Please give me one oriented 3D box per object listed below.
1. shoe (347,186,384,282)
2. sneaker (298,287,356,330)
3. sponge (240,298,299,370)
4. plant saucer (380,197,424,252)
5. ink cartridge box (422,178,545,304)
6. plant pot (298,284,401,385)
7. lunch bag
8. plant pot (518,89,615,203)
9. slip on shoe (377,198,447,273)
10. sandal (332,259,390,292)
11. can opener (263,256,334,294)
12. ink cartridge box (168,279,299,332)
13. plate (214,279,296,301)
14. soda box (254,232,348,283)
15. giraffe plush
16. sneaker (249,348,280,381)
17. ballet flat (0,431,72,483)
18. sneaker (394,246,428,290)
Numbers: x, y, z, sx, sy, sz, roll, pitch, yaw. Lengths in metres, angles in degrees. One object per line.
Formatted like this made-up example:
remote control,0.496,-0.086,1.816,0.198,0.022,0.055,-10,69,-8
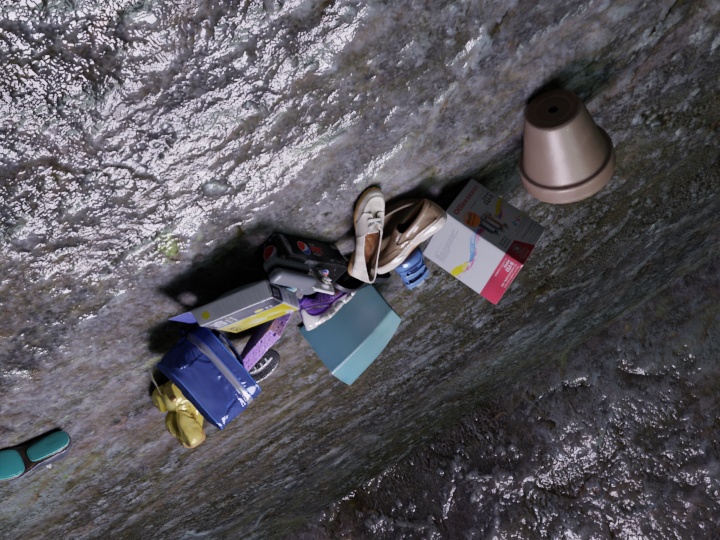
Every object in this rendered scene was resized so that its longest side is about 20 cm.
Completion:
shoe,0.021,-0.068,1.672,0.069,0.053,0.202,-13,126,-35
sneaker,-0.072,0.048,1.782,0.080,0.084,0.200,-27,-171,29
sponge,-0.202,0.139,1.778,0.200,0.030,0.112,-46,-166,45
plant saucer,0.071,-0.087,1.793,0.198,0.030,0.201,-27,154,-14
ink cartridge box,0.263,-0.064,1.814,0.146,0.199,0.145,-49,170,-40
plant pot,-0.011,0.141,1.988,0.200,0.142,0.141,-41,155,1
lunch bag,-0.300,0.199,1.679,0.132,0.201,0.135,-44,-161,-20
plant pot,0.403,-0.266,1.708,0.199,0.201,0.175,-32,137,1
slip on shoe,0.089,-0.071,1.746,0.060,0.077,0.199,39,123,-23
sandal,0.000,0.000,1.826,0.199,0.075,0.045,-13,144,-51
can opener,-0.115,0.019,1.587,0.066,0.053,0.199,-39,154,17
ink cartridge box,-0.233,0.081,1.595,0.198,0.048,0.198,-23,170,7
plate,-0.220,0.053,1.661,0.198,0.026,0.200,-19,170,-3
soda box,-0.112,-0.018,1.660,0.071,0.064,0.199,-43,153,22
giraffe plush,-0.352,0.261,1.825,0.161,0.172,0.202,-30,123,-28
sneaker,-0.270,0.242,1.963,0.199,0.074,0.080,-32,170,9
ballet flat,-0.689,0.393,1.730,0.198,0.073,0.073,-21,153,-29
sneaker,0.117,-0.004,1.881,0.073,0.083,0.200,-29,174,5
